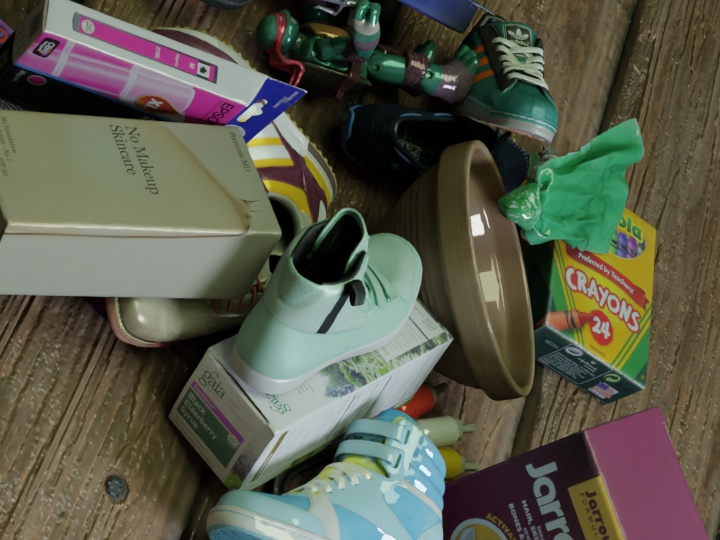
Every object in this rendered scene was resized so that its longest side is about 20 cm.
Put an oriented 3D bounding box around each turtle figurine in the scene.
[{"bbox_3d":[-0.012,-0.185,1.653,0.199,0.101,0.150,18,18,-33],"label":"turtle figurine"}]

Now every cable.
[{"bbox_3d":[0.004,0.126,1.544,0.199,0.050,0.098,-12,76,-47],"label":"cable"}]

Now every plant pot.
[{"bbox_3d":[0.067,0.007,1.610,0.201,0.092,0.202,-12,90,-75],"label":"plant pot"}]

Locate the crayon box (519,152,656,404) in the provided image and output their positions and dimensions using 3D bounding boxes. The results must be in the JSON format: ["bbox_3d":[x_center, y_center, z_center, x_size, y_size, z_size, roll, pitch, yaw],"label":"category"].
[{"bbox_3d":[0.194,-0.002,1.800,0.127,0.051,0.201,31,50,-31],"label":"crayon box"}]

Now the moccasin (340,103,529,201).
[{"bbox_3d":[0.072,-0.088,1.694,0.199,0.068,0.081,4,92,-43],"label":"moccasin"}]

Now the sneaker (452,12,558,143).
[{"bbox_3d":[0.117,-0.162,1.702,0.071,0.080,0.200,16,13,-19],"label":"sneaker"}]

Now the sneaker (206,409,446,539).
[{"bbox_3d":[-0.019,0.150,1.452,0.199,0.079,0.131,23,67,-39],"label":"sneaker"}]

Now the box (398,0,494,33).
[{"bbox_3d":[0.016,-0.246,1.684,0.121,0.033,0.200,37,12,34],"label":"box"}]

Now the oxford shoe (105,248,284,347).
[{"bbox_3d":[-0.100,0.010,1.453,0.200,0.073,0.071,-16,99,-57],"label":"oxford shoe"}]

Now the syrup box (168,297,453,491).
[{"bbox_3d":[-0.034,0.076,1.486,0.079,0.082,0.199,48,43,16],"label":"syrup box"}]

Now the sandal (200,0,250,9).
[{"bbox_3d":[-0.105,-0.251,1.633,0.075,0.048,0.201,49,31,-14],"label":"sandal"}]

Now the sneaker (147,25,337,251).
[{"bbox_3d":[-0.097,-0.091,1.532,0.200,0.075,0.090,43,40,-20],"label":"sneaker"}]

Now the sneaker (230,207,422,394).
[{"bbox_3d":[0.000,0.000,1.428,0.074,0.119,0.200,39,39,12],"label":"sneaker"}]

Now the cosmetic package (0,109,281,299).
[{"bbox_3d":[-0.164,-0.042,1.366,0.199,0.073,0.104,0,50,-34],"label":"cosmetic package"}]

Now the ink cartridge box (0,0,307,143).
[{"bbox_3d":[-0.144,-0.123,1.419,0.199,0.095,0.037,16,60,-28],"label":"ink cartridge box"}]

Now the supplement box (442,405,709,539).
[{"bbox_3d":[0.143,0.197,1.537,0.103,0.199,0.132,-10,77,-47],"label":"supplement box"}]

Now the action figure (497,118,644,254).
[{"bbox_3d":[0.164,-0.061,1.689,0.200,0.054,0.119,-14,114,-60],"label":"action figure"}]

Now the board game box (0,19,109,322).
[{"bbox_3d":[-0.210,-0.068,1.441,0.200,0.032,0.120,44,49,-21],"label":"board game box"}]
